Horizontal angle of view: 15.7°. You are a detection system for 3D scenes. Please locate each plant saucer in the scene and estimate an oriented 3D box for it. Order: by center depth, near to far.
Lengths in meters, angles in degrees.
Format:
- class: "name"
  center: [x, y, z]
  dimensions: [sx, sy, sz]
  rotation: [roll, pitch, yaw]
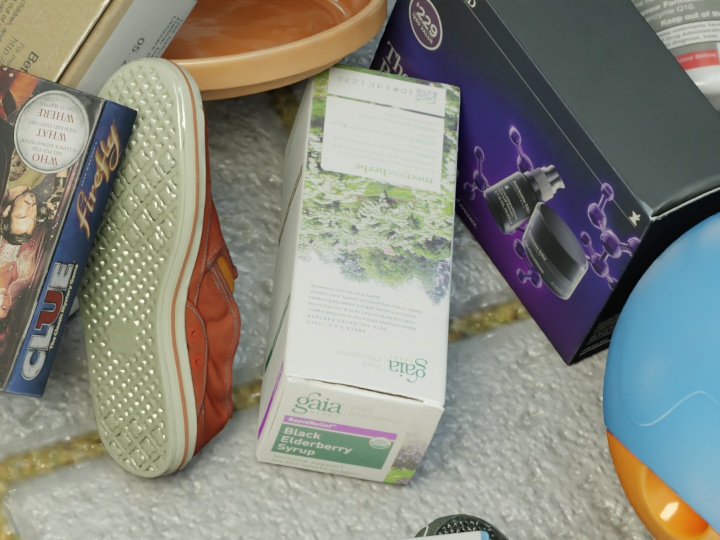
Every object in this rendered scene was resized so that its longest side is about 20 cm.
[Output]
- class: "plant saucer"
  center: [-0.086, -0.128, 1.333]
  dimensions: [0.200, 0.032, 0.200]
  rotation: [-3, 25, 1]

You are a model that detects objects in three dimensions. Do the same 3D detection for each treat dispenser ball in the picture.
- class: "treat dispenser ball"
  center: [0.216, 0.062, 1.249]
  dimensions: [0.201, 0.201, 0.201]
  rotation: [9, 54, -13]

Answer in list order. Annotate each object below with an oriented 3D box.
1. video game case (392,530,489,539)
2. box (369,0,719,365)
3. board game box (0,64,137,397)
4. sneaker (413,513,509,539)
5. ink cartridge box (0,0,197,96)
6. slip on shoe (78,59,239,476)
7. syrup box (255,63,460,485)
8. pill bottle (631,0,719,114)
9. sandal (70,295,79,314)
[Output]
- class: "video game case"
  center: [-0.035, 0.191, 1.154]
  dimensions: [0.200, 0.018, 0.143]
  rotation: [-6, 57, 0]
- class: "box"
  center: [0.098, -0.075, 1.343]
  dimensions: [0.079, 0.141, 0.200]
  rotation: [-22, 65, -30]
- class: "board game box"
  center: [-0.211, -0.038, 1.172]
  dimensions: [0.200, 0.035, 0.136]
  rotation: [18, 91, 23]
- class: "sneaker"
  center: [0.089, 0.191, 1.190]
  dimensions: [0.080, 0.086, 0.200]
  rotation: [-16, 62, -29]
- class: "ink cartridge box"
  center: [-0.189, -0.112, 1.232]
  dimensions: [0.165, 0.075, 0.200]
  rotation: [37, 96, 20]
- class: "slip on shoe"
  center: [-0.090, -0.004, 1.207]
  dimensions: [0.074, 0.200, 0.061]
  rotation: [15, 27, 34]
- class: "syrup box"
  center: [0.000, 0.000, 1.296]
  dimensions: [0.079, 0.081, 0.200]
  rotation: [10, 54, -8]
- class: "pill bottle"
  center: [0.177, -0.147, 1.436]
  dimensions: [0.114, 0.114, 0.200]
  rotation: [5, 56, -15]
- class: "sandal"
  center: [-0.146, -0.055, 1.304]
  dimensions: [0.082, 0.050, 0.203]
  rotation: [25, 51, 0]
